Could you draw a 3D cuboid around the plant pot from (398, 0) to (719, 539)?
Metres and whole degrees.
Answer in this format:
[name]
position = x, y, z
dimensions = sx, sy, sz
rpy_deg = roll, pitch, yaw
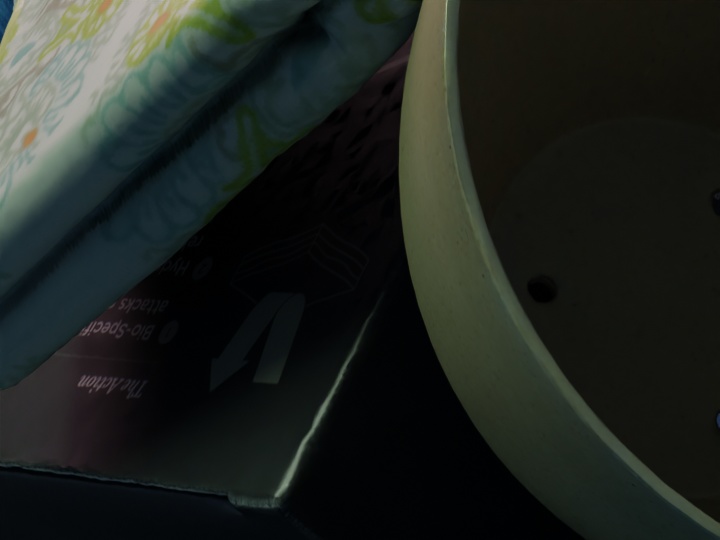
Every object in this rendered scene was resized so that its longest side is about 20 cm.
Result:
[plant pot]
position = 0.090, -0.011, 0.636
dimensions = 0.200, 0.200, 0.134
rpy_deg = -43, 0, -25

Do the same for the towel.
[towel]
position = -0.033, -0.074, 0.724
dimensions = 0.200, 0.048, 0.172
rpy_deg = -40, 25, 36

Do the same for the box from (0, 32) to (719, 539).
[box]
position = 0.000, 0.000, 0.792
dimensions = 0.196, 0.117, 0.201
rpy_deg = 2, 59, 52
